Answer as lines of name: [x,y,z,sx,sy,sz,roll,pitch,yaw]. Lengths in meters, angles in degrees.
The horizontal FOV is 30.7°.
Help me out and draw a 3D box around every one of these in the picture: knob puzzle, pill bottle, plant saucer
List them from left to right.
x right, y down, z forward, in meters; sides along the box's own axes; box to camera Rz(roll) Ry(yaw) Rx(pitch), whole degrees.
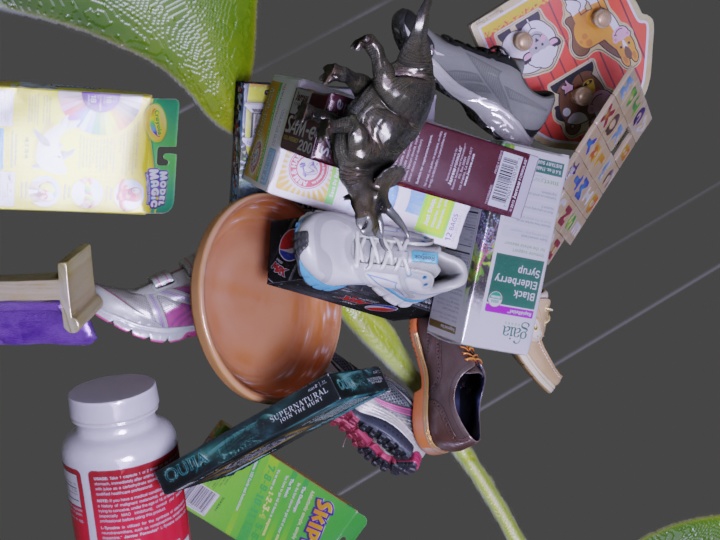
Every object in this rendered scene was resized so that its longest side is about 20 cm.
pill bottle: [-0.229,0.208,1.280,0.112,0.112,0.200,-9,105,-16]
plant saucer: [-0.093,0.027,1.244,0.200,0.037,0.200,9,79,-51]
knob puzzle: [0.230,-0.213,1.378,0.220,0.030,0.220,-4,103,-17]

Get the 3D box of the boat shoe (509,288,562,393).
boat shoe: [0.169,0.040,1.392,0.069,0.074,0.200,-35,110,-2]

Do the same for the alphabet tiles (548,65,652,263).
alphabet tiles: [0.237,-0.100,1.354,0.008,0.167,0.200,33,91,21]

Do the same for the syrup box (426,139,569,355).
syrup box: [0.133,-0.023,1.283,0.079,0.081,0.200,10,92,-24]

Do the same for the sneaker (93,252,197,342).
sneaker: [-0.170,0.023,1.281,0.200,0.081,0.088,6,96,-26]

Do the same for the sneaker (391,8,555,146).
sneaker: [0.111,-0.202,1.315,0.200,0.074,0.079,35,98,-24]

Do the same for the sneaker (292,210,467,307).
sneaker: [0.024,-0.015,1.185,0.200,0.087,0.075,12,76,-48]

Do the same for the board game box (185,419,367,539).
board game box: [-0.094,0.248,1.379,0.200,0.030,0.096,37,90,-19]

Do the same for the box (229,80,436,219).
box: [-0.028,-0.115,1.312,0.200,0.038,0.137,1,102,-18]

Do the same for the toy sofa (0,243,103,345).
toy sofa: [-0.341,0.034,1.186,0.200,0.083,0.098,-2,102,4]

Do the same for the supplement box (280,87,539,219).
supplement box: [0.041,-0.103,1.149,0.200,0.109,0.061,15,95,-20]

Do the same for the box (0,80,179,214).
box: [-0.272,-0.114,1.229,0.200,0.048,0.117,2,101,-16]

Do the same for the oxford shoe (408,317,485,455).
oxford shoe: [0.099,0.088,1.352,0.071,0.073,0.200,10,73,-44]

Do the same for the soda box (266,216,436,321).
soda box: [0.000,0.000,1.278,0.200,0.071,0.063,19,70,-49]

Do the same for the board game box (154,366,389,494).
board game box: [-0.081,0.150,1.244,0.200,0.135,0.028,-30,79,17]

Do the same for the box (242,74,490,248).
box: [0.003,-0.104,1.248,0.200,0.101,0.113,17,95,-21]

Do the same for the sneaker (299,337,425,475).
sneaker: [-0.009,0.126,1.361,0.200,0.081,0.075,43,53,-15]

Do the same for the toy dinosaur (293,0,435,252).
toy dinosaur: [0.015,-0.127,1.050,0.102,0.077,0.200,27,84,-33]
